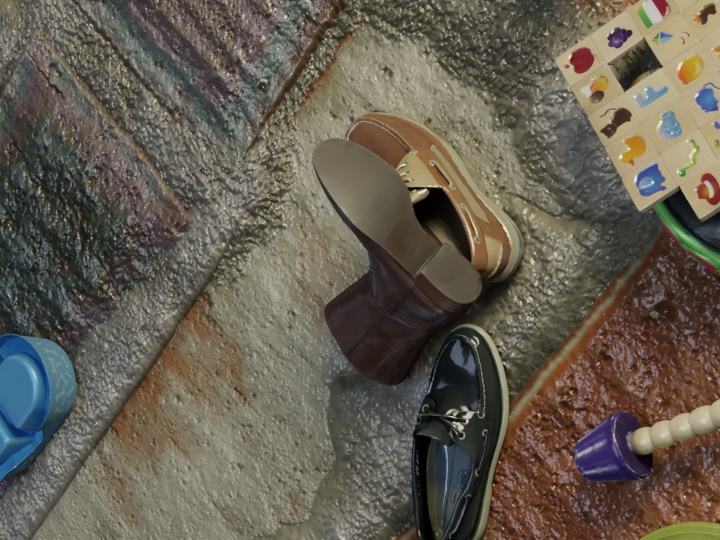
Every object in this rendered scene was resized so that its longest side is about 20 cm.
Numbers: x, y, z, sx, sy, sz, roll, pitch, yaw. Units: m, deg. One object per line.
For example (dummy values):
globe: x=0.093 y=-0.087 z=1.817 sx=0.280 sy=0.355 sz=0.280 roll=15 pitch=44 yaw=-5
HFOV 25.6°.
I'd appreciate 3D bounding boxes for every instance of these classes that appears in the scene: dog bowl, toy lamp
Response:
dog bowl: x=-0.376 y=0.151 z=1.717 sx=0.112 sy=0.050 sz=0.200 roll=52 pitch=123 yaw=21
toy lamp: x=0.255 y=0.118 z=1.226 sx=0.200 sy=0.058 sz=0.058 roll=-26 pitch=79 yaw=34

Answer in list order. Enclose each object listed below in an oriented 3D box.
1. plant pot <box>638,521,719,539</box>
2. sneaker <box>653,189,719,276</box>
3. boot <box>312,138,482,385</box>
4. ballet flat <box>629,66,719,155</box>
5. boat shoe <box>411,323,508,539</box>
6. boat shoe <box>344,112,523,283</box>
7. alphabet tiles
plant pot: x=0.225 y=0.306 z=1.187 sx=0.200 sy=0.184 sz=0.201 roll=5 pitch=98 yaw=36
sneaker: x=0.301 y=-0.025 z=1.174 sx=0.200 sy=0.077 sz=0.084 roll=33 pitch=92 yaw=30
boot: x=0.000 y=0.000 z=1.349 sx=0.186 sy=0.064 sz=0.200 roll=50 pitch=151 yaw=5
ballet flat: x=0.262 y=-0.104 z=1.168 sx=0.200 sy=0.065 sz=0.071 roll=21 pitch=125 yaw=45
boat shoe: x=0.075 y=0.147 z=1.358 sx=0.074 sy=0.066 sz=0.200 roll=17 pitch=105 yaw=35
boat shoe: x=0.053 y=-0.066 z=1.348 sx=0.200 sy=0.072 sz=0.076 roll=43 pitch=118 yaw=26
alphabet tiles: x=0.248 y=-0.134 z=1.155 sx=0.167 sy=0.008 sz=0.200 roll=-34 pitch=52 yaw=15
